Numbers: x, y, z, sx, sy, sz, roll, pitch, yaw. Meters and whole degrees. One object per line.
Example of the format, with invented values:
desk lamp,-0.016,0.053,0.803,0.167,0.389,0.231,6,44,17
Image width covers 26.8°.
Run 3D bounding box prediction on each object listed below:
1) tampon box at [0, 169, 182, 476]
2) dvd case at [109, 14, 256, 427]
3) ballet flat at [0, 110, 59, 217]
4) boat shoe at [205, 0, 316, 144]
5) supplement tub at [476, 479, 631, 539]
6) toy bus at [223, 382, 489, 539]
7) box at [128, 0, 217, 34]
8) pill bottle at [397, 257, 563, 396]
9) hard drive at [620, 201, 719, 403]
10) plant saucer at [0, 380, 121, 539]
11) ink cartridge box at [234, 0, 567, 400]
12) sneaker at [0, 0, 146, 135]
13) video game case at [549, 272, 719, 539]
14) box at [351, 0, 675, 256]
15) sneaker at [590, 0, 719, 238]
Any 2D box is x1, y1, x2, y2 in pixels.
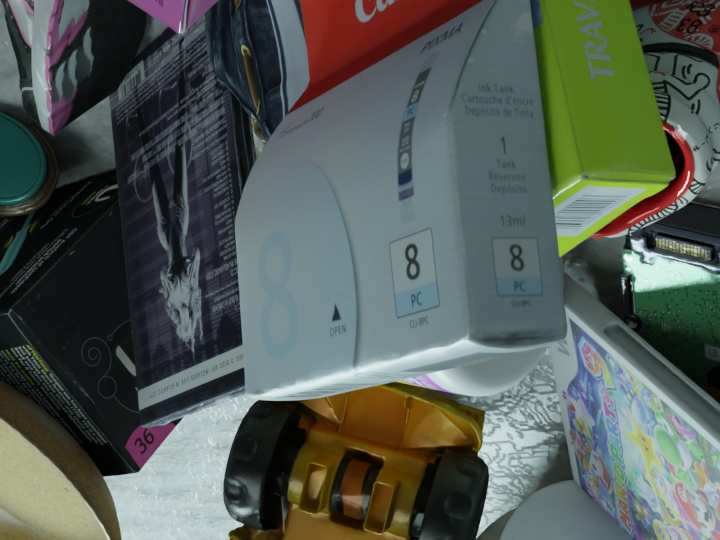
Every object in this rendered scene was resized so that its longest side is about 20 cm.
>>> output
tampon box,-0.186,0.038,0.947,0.199,0.150,0.127,-11,121,47
dvd case,-0.091,-0.028,0.796,0.148,0.016,0.203,-25,69,56
ballet flat,-0.259,-0.071,0.981,0.198,0.068,0.072,18,159,27
boat shoe,-0.020,-0.072,0.701,0.091,0.070,0.203,-32,65,59
supplement tub,0.112,0.224,0.887,0.144,0.145,0.201,31,144,10
toy bus,-0.001,0.154,0.866,0.134,0.202,0.192,14,-176,10
box,-0.073,-0.213,0.542,0.175,0.200,0.097,32,144,9
pill bottle,0.000,0.000,0.776,0.199,0.104,0.105,8,134,47
hard drive,0.199,0.062,0.730,0.138,0.038,0.201,14,138,30
plant saucer,-0.215,0.121,0.903,0.199,0.036,0.201,23,142,20
ink cartridge box,0.002,-0.060,0.562,0.160,0.047,0.203,-20,74,58
sneaker,-0.167,-0.172,0.787,0.086,0.080,0.202,27,130,25
video game case,0.154,0.105,0.726,0.200,0.018,0.144,47,158,51
box,0.047,-0.101,0.581,0.122,0.047,0.202,-39,56,53
sneaker,0.080,-0.062,0.645,0.200,0.108,0.068,-8,124,46
